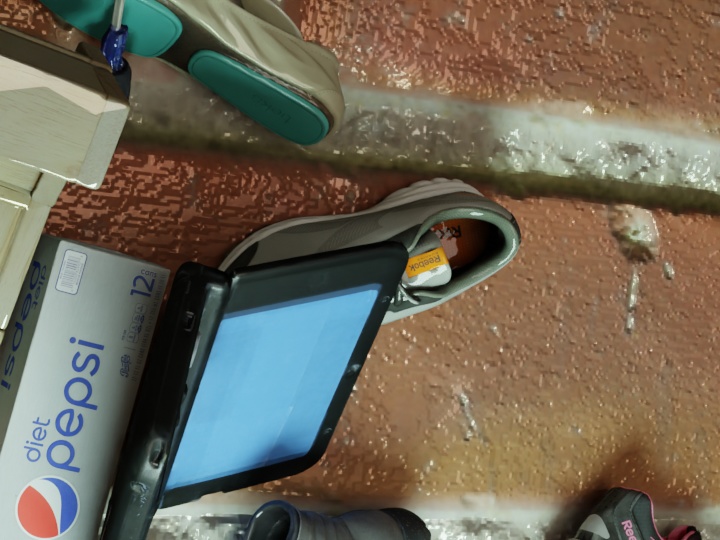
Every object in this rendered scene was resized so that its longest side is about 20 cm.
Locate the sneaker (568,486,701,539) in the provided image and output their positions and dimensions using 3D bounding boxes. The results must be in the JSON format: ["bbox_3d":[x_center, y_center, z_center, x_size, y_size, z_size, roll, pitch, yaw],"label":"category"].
[{"bbox_3d":[0.205,0.214,1.053,0.200,0.079,0.095,46,65,-23],"label":"sneaker"}]

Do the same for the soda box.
[{"bbox_3d":[-0.163,0.084,0.866,0.063,0.068,0.201,16,89,-24],"label":"soda box"}]

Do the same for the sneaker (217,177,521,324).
[{"bbox_3d":[0.000,0.000,0.929,0.200,0.079,0.074,-23,106,-20],"label":"sneaker"}]

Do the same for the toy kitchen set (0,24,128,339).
[{"bbox_3d":[-0.223,-0.026,0.746,0.163,0.180,0.201,19,99,-17],"label":"toy kitchen set"}]

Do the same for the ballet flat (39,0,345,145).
[{"bbox_3d":[-0.091,-0.137,0.888,0.200,0.069,0.070,30,82,-26],"label":"ballet flat"}]

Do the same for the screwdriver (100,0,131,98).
[{"bbox_3d":[-0.117,-0.134,0.825,0.029,0.028,0.200,11,134,-14],"label":"screwdriver"}]

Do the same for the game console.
[{"bbox_3d":[-0.061,0.095,0.833,0.116,0.200,0.176,15,44,-7],"label":"game console"}]

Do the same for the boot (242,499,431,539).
[{"bbox_3d":[-0.026,0.229,0.922,0.131,0.070,0.201,8,80,-50],"label":"boot"}]
